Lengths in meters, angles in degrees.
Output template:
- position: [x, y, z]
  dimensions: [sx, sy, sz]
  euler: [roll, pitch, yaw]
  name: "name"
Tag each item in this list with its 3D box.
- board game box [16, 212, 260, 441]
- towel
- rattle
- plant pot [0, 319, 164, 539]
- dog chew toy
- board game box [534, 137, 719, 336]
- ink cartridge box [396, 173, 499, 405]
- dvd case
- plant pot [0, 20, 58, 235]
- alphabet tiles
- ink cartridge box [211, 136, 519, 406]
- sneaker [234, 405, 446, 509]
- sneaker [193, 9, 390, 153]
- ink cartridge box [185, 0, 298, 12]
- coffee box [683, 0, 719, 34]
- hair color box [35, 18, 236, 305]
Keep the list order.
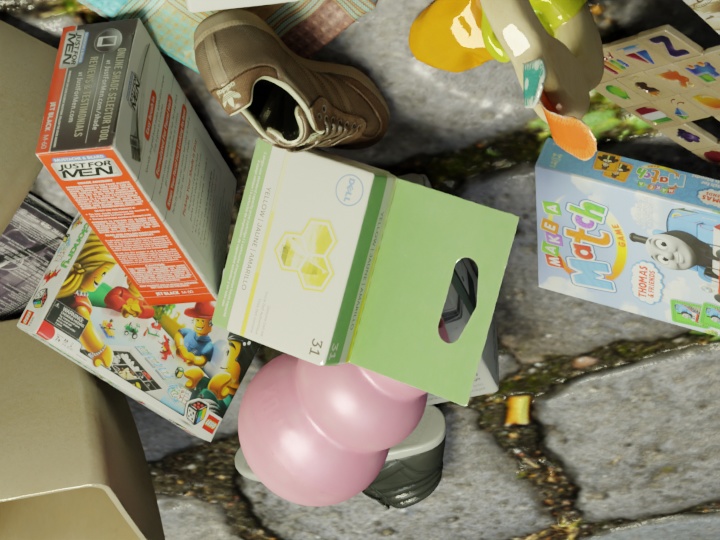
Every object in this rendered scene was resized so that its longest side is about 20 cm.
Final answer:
- position: [-0.165, 0.037, 1.472]
  dimensions: [0.034, 0.127, 0.200]
  euler: [14, 162, 49]
  name: "board game box"
- position: [-0.105, -0.195, 1.253]
  dimensions: [0.199, 0.022, 0.146]
  euler: [29, 134, -33]
  name: "towel"
- position: [0.083, -0.127, 1.195]
  dimensions: [0.141, 0.202, 0.130]
  euler: [-15, 140, 18]
  name: "rattle"
- position: [-0.280, 0.150, 1.540]
  dimensions: [0.198, 0.179, 0.200]
  euler: [-9, 150, 7]
  name: "plant pot"
- position: [-0.006, 0.093, 1.412]
  dimensions: [0.124, 0.125, 0.200]
  euler: [24, 130, -28]
  name: "dog chew toy"
- position: [0.233, -0.019, 1.415]
  dimensions: [0.198, 0.037, 0.152]
  euler: [16, 146, 19]
  name: "board game box"
- position: [0.015, 0.026, 1.487]
  dimensions: [0.144, 0.085, 0.201]
  euler: [-12, 141, 16]
  name: "ink cartridge box"
- position: [-0.320, -0.007, 1.497]
  dimensions: [0.199, 0.016, 0.148]
  euler: [-30, 135, 31]
  name: "dvd case"
- position: [-0.330, -0.066, 1.275]
  dimensions: [0.198, 0.178, 0.200]
  euler: [26, 134, -24]
  name: "plant pot"
- position: [0.252, -0.121, 1.272]
  dimensions: [0.166, 0.008, 0.199]
  euler: [29, 163, -23]
  name: "alphabet tiles"
- position: [0.000, 0.000, 1.324]
  dimensions: [0.198, 0.147, 0.048]
  euler: [19, -171, 28]
  name: "ink cartridge box"
- position: [-0.012, 0.185, 1.701]
  dimensions: [0.198, 0.071, 0.100]
  euler: [-10, 137, 5]
  name: "sneaker"
- position: [-0.046, -0.110, 1.292]
  dimensions: [0.070, 0.076, 0.199]
  euler: [-28, 149, 28]
  name: "sneaker"
- position: [-0.045, -0.260, 1.073]
  dimensions: [0.144, 0.088, 0.201]
  euler: [-6, 139, 0]
  name: "ink cartridge box"
- position: [0.294, -0.193, 1.212]
  dimensions: [0.113, 0.080, 0.199]
  euler: [-30, 134, 33]
  name: "coffee box"
- position: [-0.155, -0.073, 1.320]
  dimensions: [0.063, 0.112, 0.201]
  euler: [-4, 147, 16]
  name: "hair color box"
